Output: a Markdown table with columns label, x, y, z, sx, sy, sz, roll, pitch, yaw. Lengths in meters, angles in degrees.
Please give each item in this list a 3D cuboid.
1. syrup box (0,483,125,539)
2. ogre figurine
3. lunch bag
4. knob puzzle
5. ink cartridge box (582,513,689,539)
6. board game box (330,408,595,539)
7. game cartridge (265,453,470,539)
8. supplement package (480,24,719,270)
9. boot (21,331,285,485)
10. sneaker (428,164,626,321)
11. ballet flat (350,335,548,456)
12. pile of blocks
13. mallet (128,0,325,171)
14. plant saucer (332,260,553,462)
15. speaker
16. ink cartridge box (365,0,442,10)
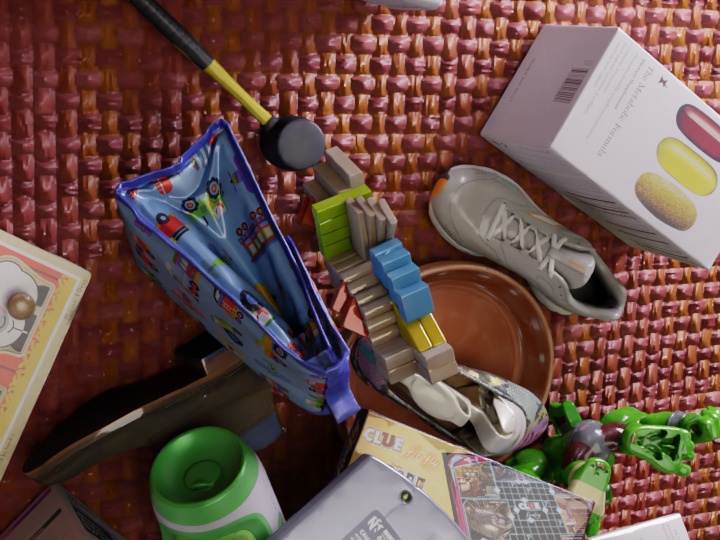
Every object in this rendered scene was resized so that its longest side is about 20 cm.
| label | x | y | z | sx | sy | sz | roll | pitch | yaw |
| --- | --- | --- | --- | --- | --- | --- | --- | --- | --- |
| syrup box | -0.194 | 0.230 | 0.847 | 0.081 | 0.200 | 0.079 | -46 | 116 | -8 |
| ogre figurine | 0.204 | 0.161 | 1.055 | 0.200 | 0.120 | 0.098 | -41 | 100 | -8 |
| lunch bag | -0.070 | 0.023 | 0.839 | 0.094 | 0.151 | 0.200 | -35 | 78 | -14 |
| knob puzzle | -0.310 | 0.045 | 0.848 | 0.219 | 0.030 | 0.221 | -6 | 104 | -23 |
| ink cartridge box | 0.229 | 0.251 | 1.058 | 0.173 | 0.200 | 0.044 | -10 | 71 | -23 |
| board game box | 0.068 | 0.206 | 0.941 | 0.199 | 0.035 | 0.136 | 24 | 80 | -11 |
| game cartridge | 0.030 | 0.241 | 0.888 | 0.133 | 0.041 | 0.200 | -38 | 94 | -15 |
| supplement package | 0.223 | -0.103 | 1.020 | 0.200 | 0.109 | 0.114 | 32 | 88 | -27 |
| boot | -0.147 | 0.127 | 0.918 | 0.199 | 0.075 | 0.097 | -31 | 110 | -18 |
| sneaker | 0.147 | -0.022 | 1.012 | 0.200 | 0.092 | 0.076 | 31 | 88 | -26 |
| ballet flat | 0.079 | 0.108 | 0.977 | 0.199 | 0.071 | 0.069 | 30 | 102 | -27 |
| pile of blocks | 0.000 | 0.000 | 0.906 | 0.062 | 0.082 | 0.201 | -23 | 65 | -16 |
| mallet | -0.102 | -0.144 | 0.884 | 0.200 | 0.066 | 0.041 | 44 | 83 | -26 |
| plant saucer | 0.067 | 0.087 | 1.022 | 0.199 | 0.032 | 0.201 | -6 | 109 | -18 |
| speaker | -0.095 | 0.209 | 0.923 | 0.088 | 0.088 | 0.201 | -30 | 133 | -16 |
| ink cartridge box | -0.028 | -0.284 | 0.878 | 0.199 | 0.085 | 0.145 | 11 | 96 | -28 |
